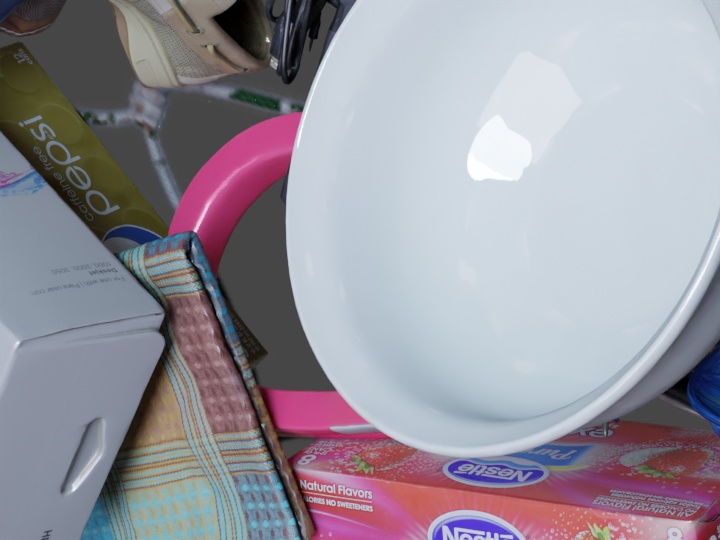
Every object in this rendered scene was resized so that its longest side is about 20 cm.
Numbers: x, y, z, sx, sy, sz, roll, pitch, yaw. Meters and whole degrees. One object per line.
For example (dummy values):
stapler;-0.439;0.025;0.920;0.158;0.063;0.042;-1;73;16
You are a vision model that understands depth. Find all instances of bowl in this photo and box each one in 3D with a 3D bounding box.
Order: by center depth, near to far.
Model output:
bowl;0.074;-0.028;0.762;0.201;0.090;0.202;-15;68;41

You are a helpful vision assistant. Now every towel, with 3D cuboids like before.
towel;-0.113;0.069;0.983;0.200;0.022;0.147;-17;98;47

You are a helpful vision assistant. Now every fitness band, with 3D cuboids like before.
fitness band;0.000;0.000;0.939;0.199;0.037;0.144;-3;76;33

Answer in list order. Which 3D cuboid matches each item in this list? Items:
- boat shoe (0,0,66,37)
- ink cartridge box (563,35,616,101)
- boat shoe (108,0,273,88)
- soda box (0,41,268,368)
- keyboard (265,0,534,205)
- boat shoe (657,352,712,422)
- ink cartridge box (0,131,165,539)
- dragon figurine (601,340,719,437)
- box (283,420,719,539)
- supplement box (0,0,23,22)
boat shoe;-0.214;-0.164;1.037;0.200;0.076;0.072;40;129;26
ink cartridge box;0.128;-0.130;0.813;0.147;0.076;0.201;-13;100;36
boat shoe;-0.077;-0.136;0.896;0.065;0.200;0.072;0;67;8
soda box;-0.139;-0.009;1.040;0.200;0.068;0.064;50;127;8
keyboard;0.004;-0.087;0.838;0.104;0.040;0.201;30;128;15
boat shoe;0.194;0.060;0.850;0.199;0.057;0.067;23;118;25
ink cartridge box;-0.191;0.020;0.962;0.200;0.084;0.145;44;125;30
dragon figurine;0.158;0.042;0.801;0.200;0.059;0.100;30;83;27
box;0.074;0.122;0.928;0.199;0.095;0.100;5;109;33
supplement box;-0.228;-0.214;0.894;0.134;0.200;0.200;-43;64;0
